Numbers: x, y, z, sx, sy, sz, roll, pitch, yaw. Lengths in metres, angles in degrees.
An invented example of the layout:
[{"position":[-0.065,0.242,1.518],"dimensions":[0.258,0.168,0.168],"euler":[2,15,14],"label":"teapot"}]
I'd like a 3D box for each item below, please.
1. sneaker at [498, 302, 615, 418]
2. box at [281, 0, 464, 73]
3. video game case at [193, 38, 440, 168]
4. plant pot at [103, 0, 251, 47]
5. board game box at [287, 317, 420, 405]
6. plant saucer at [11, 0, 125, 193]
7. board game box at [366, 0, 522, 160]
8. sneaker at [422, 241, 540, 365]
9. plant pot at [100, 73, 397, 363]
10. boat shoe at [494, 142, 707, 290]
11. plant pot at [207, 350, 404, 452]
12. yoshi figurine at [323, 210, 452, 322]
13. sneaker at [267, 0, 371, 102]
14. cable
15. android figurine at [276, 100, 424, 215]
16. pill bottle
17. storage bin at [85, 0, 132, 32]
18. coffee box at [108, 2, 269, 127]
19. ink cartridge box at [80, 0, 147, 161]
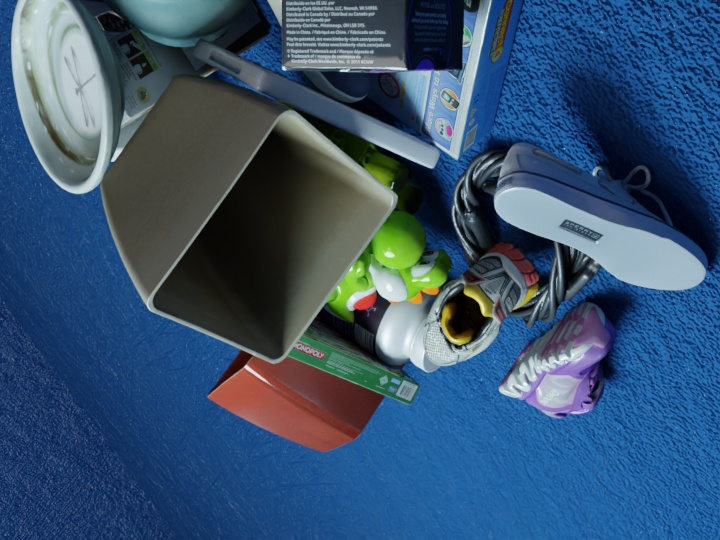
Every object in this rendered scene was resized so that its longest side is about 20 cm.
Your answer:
[{"position":[0.218,0.102,1.027],"dimensions":[0.088,0.081,0.200],"euler":[39,156,4],"label":"sneaker"},{"position":[0.012,-0.249,0.738],"dimensions":[0.105,0.122,0.203],"euler":[7,103,25],"label":"box"},{"position":[-0.044,-0.161,0.957],"dimensions":[0.198,0.022,0.182],"euler":[20,-170,-33],"label":"video game case"},{"position":[-0.177,-0.306,0.977],"dimensions":[0.200,0.200,0.135],"euler":[40,159,15],"label":"plant pot"},{"position":[-0.040,0.086,1.151],"dimensions":[0.199,0.029,0.134],"euler":[26,-173,-34],"label":"board game box"},{"position":[-0.274,-0.178,0.969],"dimensions":[0.199,0.050,0.203],"euler":[24,122,45],"label":"plant saucer"},{"position":[0.042,-0.230,0.891],"dimensions":[0.195,0.056,0.201],"euler":[38,149,20],"label":"board game box"},{"position":[0.101,0.044,1.008],"dimensions":[0.078,0.082,0.201],"euler":[48,149,12],"label":"sneaker"},{"position":[-0.121,-0.065,0.934],"dimensions":[0.177,0.201,0.199],"euler":[40,-176,36],"label":"plant pot"},{"position":[0.208,-0.055,0.854],"dimensions":[0.200,0.087,0.075],"euler":[21,147,-9],"label":"boat shoe"},{"position":[-0.059,0.128,1.334],"dimensions":[0.176,0.201,0.200],"euler":[40,152,-6],"label":"plant pot"},{"position":[-0.003,-0.016,1.078],"dimensions":[0.197,0.114,0.112],"euler":[-7,159,23],"label":"yoshi figurine"},{"position":[-0.026,-0.234,0.857],"dimensions":[0.084,0.076,0.201],"euler":[-13,130,29],"label":"sneaker"},{"position":[0.149,-0.027,0.989],"dimensions":[0.163,0.051,0.200],"euler":[45,152,8],"label":"cable"},{"position":[-0.029,-0.122,1.074],"dimensions":[0.198,0.041,0.182],"euler":[27,173,23],"label":"android figurine"},{"position":[0.020,0.035,1.178],"dimensions":[0.199,0.112,0.113],"euler":[31,147,29],"label":"pill bottle"},{"position":[-0.298,-0.287,1.264],"dimensions":[0.134,0.094,0.202],"euler":[0,124,55],"label":"storage bin"},{"position":[-0.211,-0.233,1.092],"dimensions":[0.114,0.199,0.080],"euler":[-10,116,58],"label":"coffee box"},{"position":[-0.282,-0.216,1.154],"dimensions":[0.044,0.198,0.179],"euler":[-21,79,48],"label":"ink cartridge box"}]
